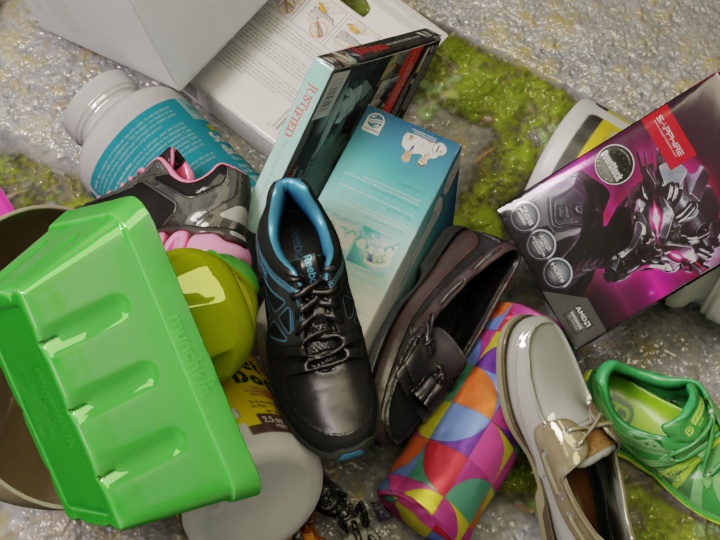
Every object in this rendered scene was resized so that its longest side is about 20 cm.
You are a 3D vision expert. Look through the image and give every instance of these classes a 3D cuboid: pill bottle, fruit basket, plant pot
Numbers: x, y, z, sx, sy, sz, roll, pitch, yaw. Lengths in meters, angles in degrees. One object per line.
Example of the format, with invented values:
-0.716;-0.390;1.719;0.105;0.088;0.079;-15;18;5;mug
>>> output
-0.113;0.109;1.184;0.108;0.110;0.200;-27;44;-12;pill bottle
0.237;-0.042;1.286;0.199;0.115;0.115;31;69;12;pill bottle
-0.125;0.046;1.039;0.213;0.155;0.219;2;86;-32;fruit basket
-0.241;0.068;1.098;0.133;0.199;0.203;-13;58;40;plant pot
-0.152;-0.071;1.294;0.111;0.111;0.200;-40;73;-16;pill bottle

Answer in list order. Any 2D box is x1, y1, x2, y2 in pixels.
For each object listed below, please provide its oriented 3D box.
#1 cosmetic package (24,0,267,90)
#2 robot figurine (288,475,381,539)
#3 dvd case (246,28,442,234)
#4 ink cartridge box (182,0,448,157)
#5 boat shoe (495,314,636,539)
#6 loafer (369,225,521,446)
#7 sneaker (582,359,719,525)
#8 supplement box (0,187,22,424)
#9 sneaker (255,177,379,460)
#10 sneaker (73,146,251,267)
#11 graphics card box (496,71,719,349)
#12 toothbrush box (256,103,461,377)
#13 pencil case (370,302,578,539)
-0.169;-0.283;1.345;0.199;0.123;0.200;26;66;39;cosmetic package
-0.038;0.251;1.185;0.144;0.058;0.201;-26;70;-12;robot figurine
-0.012;-0.112;1.243;0.022;0.147;0.200;34;26;13;dvd case
-0.053;-0.188;1.383;0.199;0.045;0.176;38;72;14;ink cartridge box
0.159;0.127;1.187;0.074;0.068;0.202;-24;101;-33;boat shoe
0.061;0.047;1.211;0.062;0.072;0.201;6;52;31;loafer
0.254;0.134;1.226;0.198;0.084;0.075;27;68;10;sneaker
-0.282;0.030;1.253;0.101;0.104;0.201;-31;69;-12;supplement box
-0.037;0.032;1.109;0.072;0.082;0.202;-14;68;-8;sneaker
-0.159;-0.044;1.207;0.198;0.079;0.097;2;80;32;sneaker
0.217;-0.044;1.207;0.199;0.051;0.126;-31;84;14;graphics card box
0.000;0.000;1.247;0.084;0.147;0.202;22;69;10;toothbrush box
0.090;0.121;1.232;0.088;0.089;0.201;31;70;12;pencil case
